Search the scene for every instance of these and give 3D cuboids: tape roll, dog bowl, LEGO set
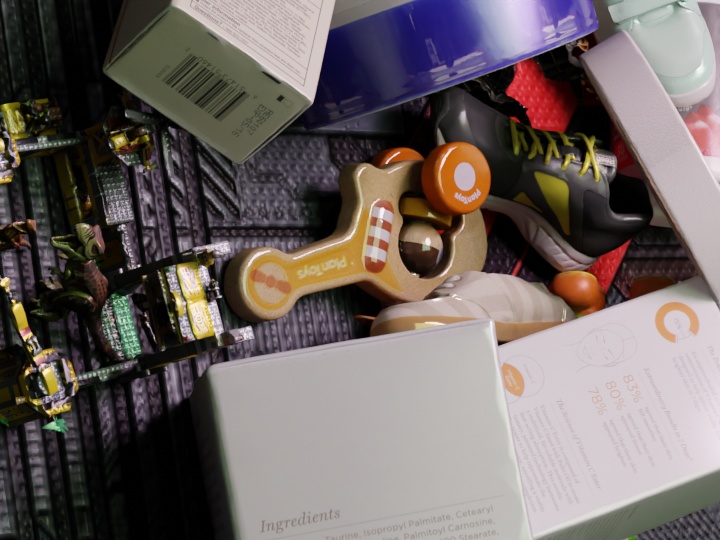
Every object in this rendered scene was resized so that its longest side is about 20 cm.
[{"bbox_3d":[0.206,-0.062,1.673,0.203,0.037,0.203,60,6,-10],"label":"tape roll"},{"bbox_3d":[0.045,-0.156,1.600,0.200,0.200,0.079,-26,99,-46],"label":"dog bowl"},{"bbox_3d":[-0.144,-0.013,1.424,0.154,0.116,0.201,-1,78,-46],"label":"LEGO set"}]

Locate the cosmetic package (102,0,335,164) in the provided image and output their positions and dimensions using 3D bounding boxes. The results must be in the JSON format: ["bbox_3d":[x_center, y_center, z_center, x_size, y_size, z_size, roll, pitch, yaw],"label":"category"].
[{"bbox_3d":[-0.072,-0.170,1.480,0.103,0.073,0.200,35,40,-22],"label":"cosmetic package"}]

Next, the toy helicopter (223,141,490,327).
[{"bbox_3d":[0.000,0.000,1.616,0.200,0.079,0.133,-17,99,-36],"label":"toy helicopter"}]

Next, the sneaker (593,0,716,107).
[{"bbox_3d":[0.186,-0.212,1.760,0.118,0.074,0.201,76,-10,-73],"label":"sneaker"}]

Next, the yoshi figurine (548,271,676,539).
[{"bbox_3d":[0.165,0.097,1.718,0.112,0.112,0.201,18,67,-33],"label":"yoshi figurine"}]

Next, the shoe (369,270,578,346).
[{"bbox_3d":[0.069,0.032,1.615,0.200,0.070,0.054,5,62,-52],"label":"shoe"}]

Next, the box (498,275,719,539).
[{"bbox_3d":[0.144,0.104,1.615,0.199,0.098,0.125,-18,70,-17],"label":"box"}]

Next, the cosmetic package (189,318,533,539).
[{"bbox_3d":[0.002,0.144,1.447,0.166,0.167,0.201,-10,84,-8],"label":"cosmetic package"}]

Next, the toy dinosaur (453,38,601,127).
[{"bbox_3d":[0.113,-0.176,1.759,0.199,0.102,0.136,20,45,-17],"label":"toy dinosaur"}]

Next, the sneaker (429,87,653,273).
[{"bbox_3d":[0.123,-0.074,1.724,0.200,0.084,0.075,35,40,-42],"label":"sneaker"}]

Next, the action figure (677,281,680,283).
[{"bbox_3d":[0.282,0.032,1.846,0.200,0.119,0.102,9,74,-56],"label":"action figure"}]

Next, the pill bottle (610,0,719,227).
[{"bbox_3d":[0.236,-0.140,1.852,0.111,0.111,0.201,19,64,-40],"label":"pill bottle"}]
